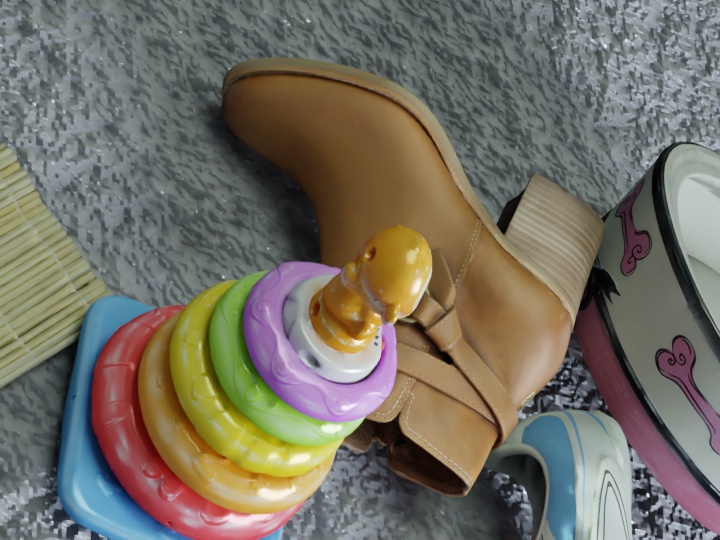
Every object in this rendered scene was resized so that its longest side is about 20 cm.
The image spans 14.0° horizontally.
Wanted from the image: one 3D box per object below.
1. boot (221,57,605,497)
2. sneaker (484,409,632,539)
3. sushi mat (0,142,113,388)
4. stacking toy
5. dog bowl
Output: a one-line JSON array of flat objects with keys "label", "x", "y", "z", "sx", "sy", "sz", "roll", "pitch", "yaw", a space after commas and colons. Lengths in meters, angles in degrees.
[{"label": "boot", "x": 0.000, "y": 0.000, "z": 1.331, "sx": 0.200, "sy": 0.074, "sz": 0.155, "roll": 26, "pitch": 64, "yaw": 6}, {"label": "sneaker", "x": 0.100, "y": 0.160, "z": 1.315, "sx": 0.072, "sy": 0.072, "sz": 0.201, "roll": -10, "pitch": 68, "yaw": -5}, {"label": "sushi mat", "x": -0.188, "y": 0.019, "z": 1.208, "sx": 0.096, "sy": 0.012, "sz": 0.200, "roll": 53, "pitch": 43, "yaw": 3}, {"label": "stacking toy", "x": -0.029, "y": 0.035, "z": 1.188, "sx": 0.110, "sy": 0.200, "sz": 0.116, "roll": 24, "pitch": 51, "yaw": -24}, {"label": "dog bowl", "x": 0.175, "y": 0.041, "z": 1.407, "sx": 0.200, "sy": 0.074, "sz": 0.200, "roll": 44, "pitch": 26, "yaw": -28}]
